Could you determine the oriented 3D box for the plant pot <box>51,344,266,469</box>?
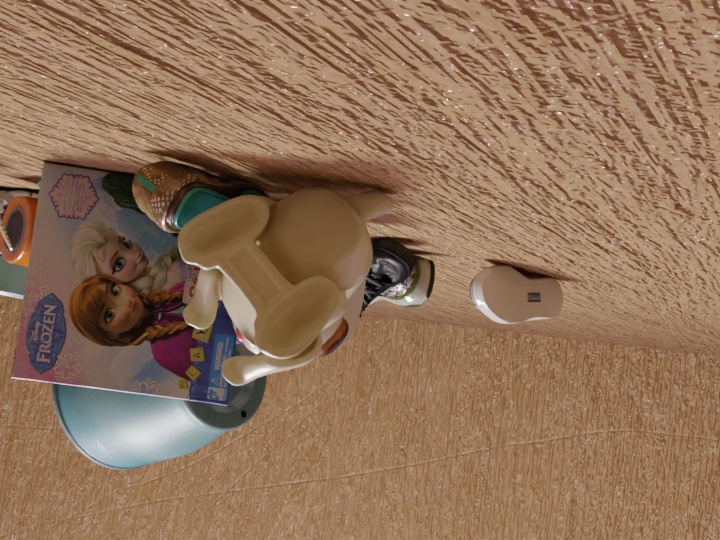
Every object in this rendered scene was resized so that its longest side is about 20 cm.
[{"bbox_3d":[-0.214,0.122,1.505,0.187,0.201,0.200,-11,165,41],"label":"plant pot"}]

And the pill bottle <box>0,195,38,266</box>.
[{"bbox_3d":[-0.282,-0.028,1.419,0.199,0.107,0.106,11,174,-39],"label":"pill bottle"}]

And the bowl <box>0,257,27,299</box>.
[{"bbox_3d":[-0.534,-0.016,1.985,0.200,0.106,0.201,10,174,1],"label":"bowl"}]

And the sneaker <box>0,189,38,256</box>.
[{"bbox_3d":[-0.393,-0.048,1.504,0.199,0.084,0.081,6,176,12],"label":"sneaker"}]

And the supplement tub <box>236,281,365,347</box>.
[{"bbox_3d":[-0.108,0.006,1.332,0.199,0.141,0.140,6,176,21],"label":"supplement tub"}]

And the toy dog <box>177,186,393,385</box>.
[{"bbox_3d":[-0.065,0.008,1.141,0.139,0.194,0.200,40,161,9],"label":"toy dog"}]

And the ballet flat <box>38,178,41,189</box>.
[{"bbox_3d":[-0.256,-0.027,1.329,0.070,0.201,0.067,-32,-145,-18],"label":"ballet flat"}]

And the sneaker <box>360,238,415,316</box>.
[{"bbox_3d":[-0.013,0.036,1.534,0.060,0.104,0.200,38,152,-16],"label":"sneaker"}]

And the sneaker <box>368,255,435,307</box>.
[{"bbox_3d":[0.000,0.000,1.644,0.088,0.077,0.199,26,159,-37],"label":"sneaker"}]

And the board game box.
[{"bbox_3d":[-0.208,0.014,1.223,0.198,0.201,0.041,7,174,-8],"label":"board game box"}]

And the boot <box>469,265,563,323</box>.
[{"bbox_3d":[0.171,0.035,1.667,0.090,0.073,0.200,-3,171,36],"label":"boot"}]

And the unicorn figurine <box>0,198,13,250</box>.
[{"bbox_3d":[-0.397,-0.083,1.222,0.199,0.074,0.137,24,180,-20],"label":"unicorn figurine"}]

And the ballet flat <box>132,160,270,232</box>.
[{"bbox_3d":[-0.134,-0.060,1.142,0.065,0.071,0.200,33,-178,20],"label":"ballet flat"}]
